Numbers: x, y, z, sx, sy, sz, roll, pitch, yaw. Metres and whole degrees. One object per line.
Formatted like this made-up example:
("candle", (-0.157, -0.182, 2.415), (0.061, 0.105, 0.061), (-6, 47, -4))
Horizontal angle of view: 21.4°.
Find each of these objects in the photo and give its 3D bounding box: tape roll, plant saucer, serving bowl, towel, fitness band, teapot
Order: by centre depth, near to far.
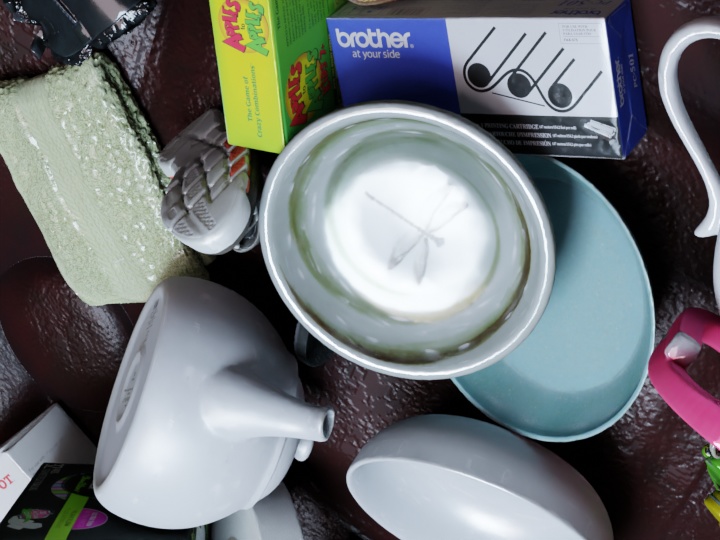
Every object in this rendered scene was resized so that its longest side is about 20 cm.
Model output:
("fitness band", (0.243, 0.081, 1.155), (0.143, 0.200, 0.038), (36, 105, 6))
("plant saucer", (0.034, -0.026, 1.246), (0.198, 0.050, 0.202), (8, 120, 13))
("plant saucer", (0.121, 0.013, 1.268), (0.199, 0.036, 0.202), (18, 118, 38))
("serving bowl", (0.093, 0.158, 1.360), (0.199, 0.066, 0.200), (21, 156, 10))
("teapot", (-0.105, 0.108, 1.409), (0.145, 0.201, 0.198), (18, 121, -14))
("towel", (-0.202, -0.063, 1.453), (0.148, 0.036, 0.201), (-11, 113, 36))
("tape roll", (-0.080, 0.262, 1.498), (0.037, 0.203, 0.204), (-2, 131, -18))

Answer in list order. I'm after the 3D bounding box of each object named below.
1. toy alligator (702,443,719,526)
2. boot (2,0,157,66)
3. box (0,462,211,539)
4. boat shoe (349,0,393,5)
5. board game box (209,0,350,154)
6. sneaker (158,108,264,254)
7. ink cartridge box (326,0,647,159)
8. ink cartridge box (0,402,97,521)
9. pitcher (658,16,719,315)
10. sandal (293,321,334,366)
("toy alligator", (0.246, 0.131, 1.244), (0.054, 0.059, 0.200), (48, 178, 38))
("boot", (-0.196, -0.239, 1.310), (0.198, 0.073, 0.163), (-26, 101, 48))
("box", (-0.196, 0.236, 1.473), (0.147, 0.200, 0.125), (2, 100, 1))
("boat shoe", (0.051, -0.215, 1.167), (0.199, 0.068, 0.072), (-23, 105, 41))
("board game box", (-0.052, -0.189, 1.229), (0.047, 0.102, 0.201), (12, 125, 27))
("sneaker", (-0.086, -0.049, 1.311), (0.077, 0.200, 0.082), (-37, 112, 9))
("ink cartridge box", (0.079, -0.125, 1.223), (0.199, 0.044, 0.095), (4, 119, 31))
("ink cartridge box", (-0.254, 0.232, 1.648), (0.200, 0.083, 0.146), (50, 133, -6))
("pitcher", (0.250, -0.044, 1.118), (0.170, 0.121, 0.202), (15, 118, 22))
("sandal", (0.000, 0.000, 1.336), (0.048, 0.075, 0.201), (32, 131, 16))
